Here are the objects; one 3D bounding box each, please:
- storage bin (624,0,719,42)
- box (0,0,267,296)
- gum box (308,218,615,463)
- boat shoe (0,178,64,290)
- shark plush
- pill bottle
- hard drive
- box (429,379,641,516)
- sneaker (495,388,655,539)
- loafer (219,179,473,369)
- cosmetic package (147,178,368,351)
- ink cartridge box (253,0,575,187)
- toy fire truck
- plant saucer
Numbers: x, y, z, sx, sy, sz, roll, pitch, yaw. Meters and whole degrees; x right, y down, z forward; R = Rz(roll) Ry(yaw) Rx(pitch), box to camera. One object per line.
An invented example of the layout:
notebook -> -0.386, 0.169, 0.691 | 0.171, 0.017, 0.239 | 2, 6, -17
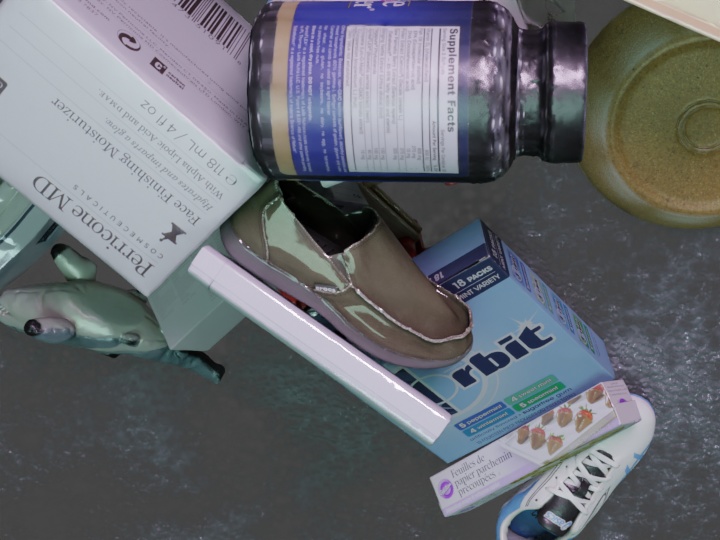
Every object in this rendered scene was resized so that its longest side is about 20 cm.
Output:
storage bin -> 0.202, -0.232, 0.788 | 0.198, 0.200, 0.094 | 23, 122, -5
box -> -0.162, -0.125, 0.896 | 0.199, 0.200, 0.131 | 40, 116, -14
gum box -> 0.082, 0.064, 1.022 | 0.170, 0.045, 0.200 | -31, 134, 22
boat shoe -> -0.289, -0.045, 1.043 | 0.200, 0.071, 0.070 | -42, 84, 28
shark plush -> -0.212, 0.046, 1.101 | 0.199, 0.091, 0.083 | 12, 145, -23
pill bottle -> 0.037, -0.109, 0.781 | 0.199, 0.112, 0.112 | 1, 120, 6
hard drive -> -0.026, 0.054, 0.899 | 0.200, 0.132, 0.027 | 35, 87, 5
box -> 0.146, 0.153, 1.079 | 0.200, 0.041, 0.039 | -35, 67, 33
sneaker -> 0.188, 0.185, 1.100 | 0.072, 0.073, 0.200 | 31, 117, -8
loafer -> 0.000, 0.000, 0.884 | 0.200, 0.075, 0.070 | 28, 126, -12
cosmetic package -> -0.089, -0.025, 1.007 | 0.200, 0.051, 0.083 | -41, 65, 27
ink cartridge box -> 0.047, -0.166, 0.887 | 0.199, 0.129, 0.125 | -18, 115, 16
toy fire truck -> 0.019, -0.035, 1.010 | 0.199, 0.049, 0.141 | -9, 117, 14
plant saucer -> 0.254, -0.112, 0.942 | 0.199, 0.035, 0.201 | 3, 120, 6
